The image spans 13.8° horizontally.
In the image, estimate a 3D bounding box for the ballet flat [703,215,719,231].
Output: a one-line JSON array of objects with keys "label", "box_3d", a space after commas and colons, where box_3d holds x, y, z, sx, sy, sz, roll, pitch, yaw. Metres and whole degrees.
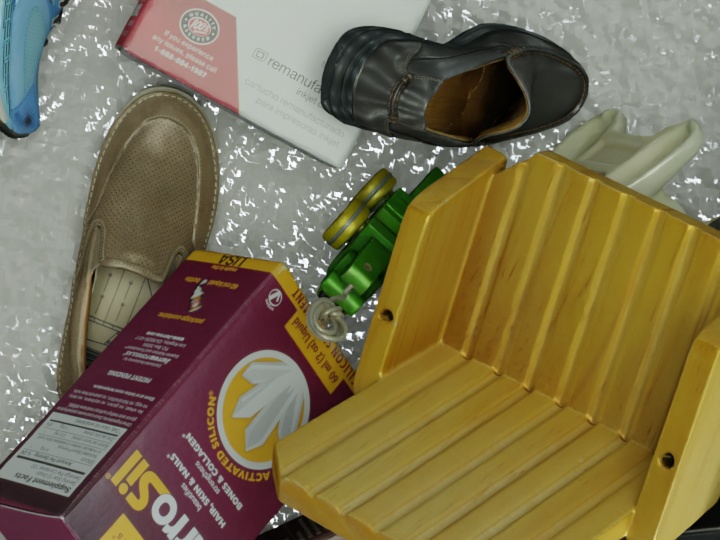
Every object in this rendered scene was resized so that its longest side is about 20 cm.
[{"label": "ballet flat", "box_3d": [0.255, 0.018, 1.666, 0.200, 0.057, 0.067, 21, 66, -34]}]

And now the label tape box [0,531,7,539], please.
[{"label": "label tape box", "box_3d": [-0.236, 0.212, 1.657, 0.144, 0.063, 0.200, -35, 59, -3]}]

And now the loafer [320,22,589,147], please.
[{"label": "loafer", "box_3d": [0.068, -0.095, 1.676, 0.200, 0.072, 0.073, -7, 117, -46]}]

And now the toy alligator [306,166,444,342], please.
[{"label": "toy alligator", "box_3d": [0.000, 0.000, 1.686, 0.059, 0.200, 0.054, 42, 126, -3]}]

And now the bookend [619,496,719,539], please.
[{"label": "bookend", "box_3d": [0.142, 0.172, 1.601, 0.198, 0.200, 0.092, -7, 112, 15]}]

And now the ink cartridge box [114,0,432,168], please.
[{"label": "ink cartridge box", "box_3d": [-0.030, -0.180, 1.701, 0.146, 0.083, 0.200, 28, 90, -7]}]

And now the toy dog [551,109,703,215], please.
[{"label": "toy dog", "box_3d": [0.171, 0.034, 1.703, 0.194, 0.139, 0.200, -45, 109, -21]}]

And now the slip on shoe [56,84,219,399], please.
[{"label": "slip on shoe", "box_3d": [-0.129, -0.007, 1.710, 0.076, 0.061, 0.200, 18, 91, -7]}]

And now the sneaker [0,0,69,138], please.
[{"label": "sneaker", "box_3d": [-0.173, -0.172, 1.690, 0.090, 0.078, 0.201, 8, 97, -17]}]

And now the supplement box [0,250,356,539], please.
[{"label": "supplement box", "box_3d": [-0.101, 0.097, 1.655, 0.200, 0.086, 0.110, -50, 123, -25]}]

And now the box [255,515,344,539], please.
[{"label": "box", "box_3d": [-0.052, 0.193, 1.710, 0.200, 0.100, 0.075, -22, 95, -4]}]

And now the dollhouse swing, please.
[{"label": "dollhouse swing", "box_3d": [0.076, 0.051, 1.551, 0.200, 0.176, 0.182, 28, 112, 30]}]
